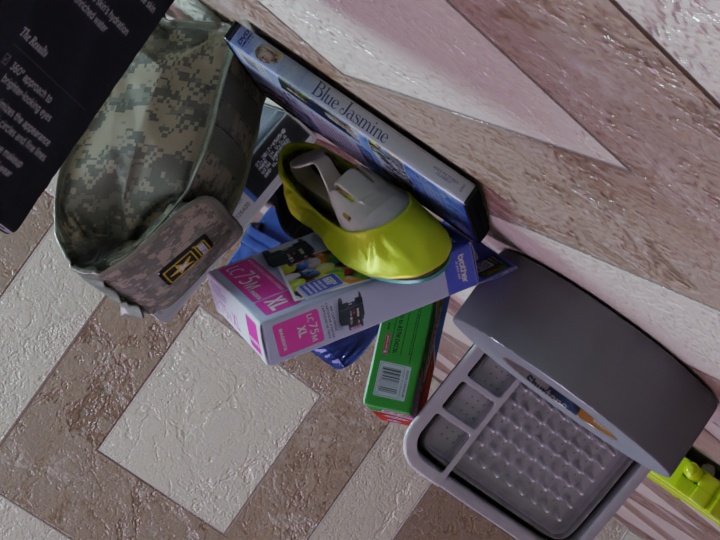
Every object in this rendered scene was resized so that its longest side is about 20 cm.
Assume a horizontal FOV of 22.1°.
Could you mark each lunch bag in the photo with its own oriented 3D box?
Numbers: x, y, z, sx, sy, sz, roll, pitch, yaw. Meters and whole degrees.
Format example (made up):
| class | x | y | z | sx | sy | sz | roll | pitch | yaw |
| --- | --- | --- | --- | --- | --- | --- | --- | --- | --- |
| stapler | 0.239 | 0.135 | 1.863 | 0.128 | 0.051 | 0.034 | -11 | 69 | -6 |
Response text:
| class | x | y | z | sx | sy | sz | roll | pitch | yaw |
| --- | --- | --- | --- | --- | --- | --- | --- | --- | --- |
| lunch bag | -0.057 | -0.002 | 1.975 | 0.132 | 0.136 | 0.200 | 38 | 177 | -29 |
| lunch bag | -0.143 | -0.070 | 1.324 | 0.116 | 0.202 | 0.164 | 13 | 172 | 9 |

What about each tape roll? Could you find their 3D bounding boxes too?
| class | x | y | z | sx | sy | sz | roll | pitch | yaw |
| --- | --- | --- | --- | --- | --- | --- | --- | --- | --- |
| tape roll | 0.166 | 0.069 | 1.372 | 0.199 | 0.066 | 0.200 | 37 | 177 | 2 |

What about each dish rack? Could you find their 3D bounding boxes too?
| class | x | y | z | sx | sy | sz | roll | pitch | yaw |
| --- | --- | --- | --- | --- | --- | --- | --- | --- | --- |
| dish rack | 0.146 | 0.128 | 1.523 | 0.199 | 0.172 | 0.044 | 36 | -172 | -20 |

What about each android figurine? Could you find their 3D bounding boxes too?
| class | x | y | z | sx | sy | sz | roll | pitch | yaw |
| --- | --- | --- | --- | --- | --- | --- | --- | --- | --- |
| android figurine | 0.321 | 0.205 | 1.800 | 0.181 | 0.041 | 0.200 | 35 | 176 | 30 |

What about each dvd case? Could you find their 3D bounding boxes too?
| class | x | y | z | sx | sy | sz | roll | pitch | yaw |
| --- | --- | --- | --- | --- | --- | --- | --- | --- | --- |
| dvd case | 0.001 | -0.091 | 1.258 | 0.199 | 0.018 | 0.143 | 35 | 177 | 11 |

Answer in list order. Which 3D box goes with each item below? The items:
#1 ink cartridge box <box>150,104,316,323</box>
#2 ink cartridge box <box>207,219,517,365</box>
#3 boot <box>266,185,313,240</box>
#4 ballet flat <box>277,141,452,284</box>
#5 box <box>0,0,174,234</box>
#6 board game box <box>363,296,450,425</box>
| class | x | y | z | sx | sy | sz | roll | pitch | yaw |
| --- | --- | --- | --- | --- | --- | --- | --- | --- | --- |
| ink cartridge box | -0.142 | -0.060 | 1.563 | 0.047 | 0.198 | 0.200 | 40 | 174 | -25 |
| ink cartridge box | 0.000 | 0.000 | 1.334 | 0.119 | 0.198 | 0.042 | -142 | 37 | -60 |
| boot | -0.006 | -0.036 | 1.608 | 0.153 | 0.074 | 0.203 | 35 | -179 | -31 |
| ballet flat | -0.007 | -0.047 | 1.306 | 0.200 | 0.067 | 0.067 | 33 | 154 | 57 |
| box | -0.197 | -0.151 | 0.933 | 0.117 | 0.201 | 0.197 | 34 | 175 | 17 |
| board game box | 0.044 | 0.050 | 1.563 | 0.040 | 0.155 | 0.200 | 12 | 174 | 6 |
